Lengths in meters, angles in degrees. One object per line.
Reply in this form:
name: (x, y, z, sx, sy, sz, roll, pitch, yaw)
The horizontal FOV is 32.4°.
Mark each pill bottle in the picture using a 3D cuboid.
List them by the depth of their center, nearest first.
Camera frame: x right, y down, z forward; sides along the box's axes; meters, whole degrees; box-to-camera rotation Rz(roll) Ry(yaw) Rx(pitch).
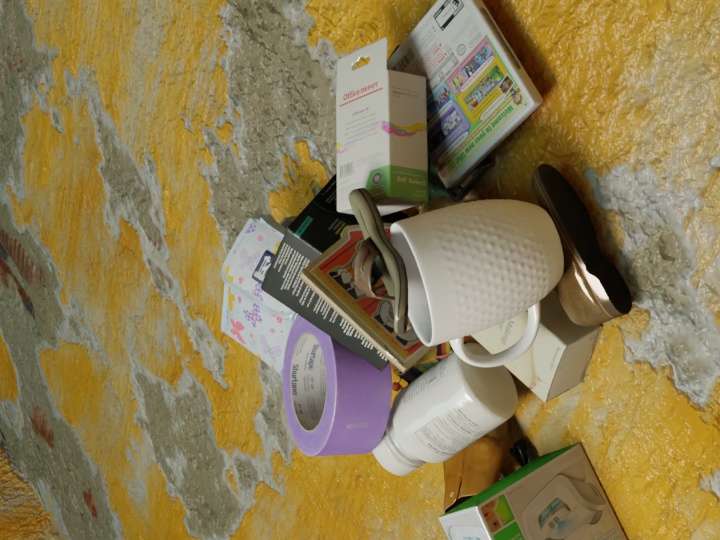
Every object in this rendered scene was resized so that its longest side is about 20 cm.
pill bottle: (0.107, 0.194, 1.671, 0.200, 0.114, 0.115, -39, 75, 34)

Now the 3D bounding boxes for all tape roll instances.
tape roll: (-0.035, 0.153, 1.706, 0.200, 0.084, 0.203, -178, 90, -67)

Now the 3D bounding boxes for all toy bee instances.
toy bee: (0.092, 0.125, 1.739, 0.130, 0.110, 0.200, 24, 157, -14)

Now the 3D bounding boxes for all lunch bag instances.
lunch bag: (-0.119, 0.034, 1.838, 0.169, 0.126, 0.202, 34, 129, 33)

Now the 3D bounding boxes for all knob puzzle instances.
knob puzzle: (0.052, 0.008, 1.534, 0.220, 0.218, 0.031, 53, 143, 20)

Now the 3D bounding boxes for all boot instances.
boot: (0.242, -0.027, 1.467, 0.075, 0.073, 0.202, -27, 88, 42)
boot: (0.130, 0.275, 1.739, 0.070, 0.145, 0.201, 30, 148, -23)

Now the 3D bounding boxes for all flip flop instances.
flip flop: (0.013, -0.009, 1.449, 0.081, 0.057, 0.202, 90, 162, -59)

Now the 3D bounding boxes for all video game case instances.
video game case: (0.118, -0.228, 1.523, 0.183, 0.022, 0.200, 60, 141, 11)

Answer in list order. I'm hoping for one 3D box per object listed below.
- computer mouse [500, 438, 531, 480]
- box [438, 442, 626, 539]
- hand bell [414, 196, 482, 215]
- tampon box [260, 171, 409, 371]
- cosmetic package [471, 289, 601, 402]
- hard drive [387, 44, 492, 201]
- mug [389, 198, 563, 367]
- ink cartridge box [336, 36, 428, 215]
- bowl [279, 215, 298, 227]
computer mouse: (0.197, 0.317, 1.762, 0.200, 0.044, 0.110, -36, 83, 50)
box: (0.229, 0.350, 1.594, 0.097, 0.199, 0.178, -34, 80, 55)
hand bell: (0.079, -0.084, 1.589, 0.200, 0.103, 0.105, 44, 141, 49)
tampon box: (0.000, 0.000, 1.626, 0.199, 0.150, 0.127, 35, 136, 5)
cosmetic package: (0.203, 0.060, 1.581, 0.200, 0.073, 0.104, 43, 138, 33)
hard drive: (0.084, -0.182, 1.641, 0.201, 0.038, 0.140, 59, 145, 14)
mug: (0.144, 0.016, 1.440, 0.148, 0.173, 0.202, -135, 30, -71)
ink cartridge box: (0.026, -0.178, 1.556, 0.117, 0.067, 0.203, -12, 76, 53)
bowl: (-0.053, 0.024, 1.914, 0.200, 0.074, 0.202, 43, 140, 32)
